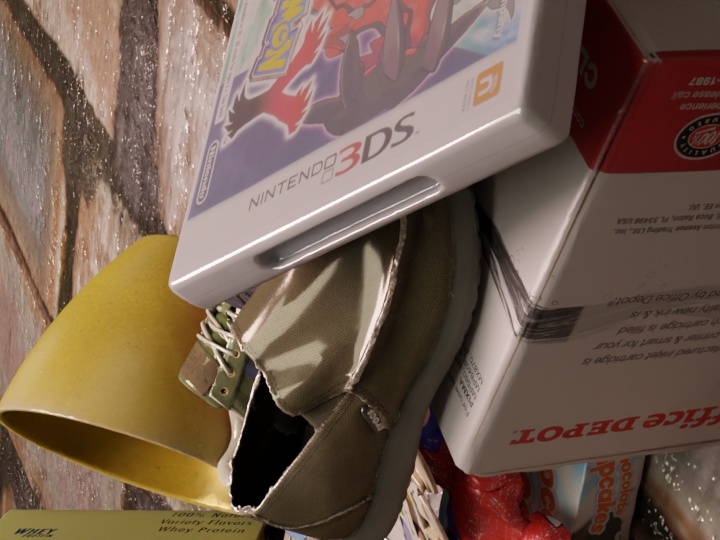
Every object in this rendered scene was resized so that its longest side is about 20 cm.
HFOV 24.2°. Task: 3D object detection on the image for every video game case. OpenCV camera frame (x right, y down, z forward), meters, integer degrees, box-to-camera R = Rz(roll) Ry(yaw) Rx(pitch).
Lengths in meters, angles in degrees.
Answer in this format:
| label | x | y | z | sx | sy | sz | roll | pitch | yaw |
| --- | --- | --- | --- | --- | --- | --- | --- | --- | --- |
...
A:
| label | x | y | z | sx | sy | sz | roll | pitch | yaw |
| --- | --- | --- | --- | --- | --- | --- | --- | --- | --- |
| video game case | 0.011 | -0.101 | 0.571 | 0.182 | 0.023 | 0.201 | -24 | 46 | 46 |

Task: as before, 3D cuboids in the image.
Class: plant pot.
| label | x | y | z | sx | sy | sz | roll | pitch | yaw |
| --- | --- | --- | --- | --- | --- | --- | --- | --- | --- |
| plant pot | -0.120 | 0.062 | 1.100 | 0.200 | 0.199 | 0.143 | -20 | 49 | 64 |

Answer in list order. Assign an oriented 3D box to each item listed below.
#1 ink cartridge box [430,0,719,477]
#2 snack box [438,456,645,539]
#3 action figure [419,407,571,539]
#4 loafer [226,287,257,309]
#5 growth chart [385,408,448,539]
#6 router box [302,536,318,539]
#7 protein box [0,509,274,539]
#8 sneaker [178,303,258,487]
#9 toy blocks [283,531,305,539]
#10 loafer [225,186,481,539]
| label | x | y | z | sx | sy | sz | roll | pitch | yaw |
| --- | --- | --- | --- | --- | --- | --- | --- | --- | --- |
| ink cartridge box | 0.111 | -0.025 | 0.604 | 0.201 | 0.143 | 0.084 | 109 | 147 | -42 |
| snack box | 0.085 | 0.101 | 0.812 | 0.116 | 0.037 | 0.202 | 46 | 136 | 52 |
| action figure | 0.037 | 0.083 | 0.812 | 0.200 | 0.051 | 0.066 | 42 | 138 | 50 |
| loafer | 0.000 | 0.000 | 0.815 | 0.199 | 0.072 | 0.063 | 13 | 73 | 40 |
| growth chart | 0.003 | 0.084 | 0.791 | 0.145 | 0.018 | 0.201 | 47 | 161 | 34 |
| router box | 0.002 | 0.254 | 0.864 | 0.200 | 0.052 | 0.157 | 49 | 116 | 19 |
| protein box | -0.165 | 0.253 | 1.108 | 0.200 | 0.197 | 0.136 | -60 | -31 | -79 |
| sneaker | -0.061 | 0.042 | 0.952 | 0.067 | 0.089 | 0.202 | -128 | 22 | -57 |
| toy blocks | 0.007 | 0.204 | 0.956 | 0.200 | 0.099 | 0.138 | 24 | 107 | 57 |
| loafer | -0.008 | 0.024 | 0.618 | 0.075 | 0.069 | 0.201 | -125 | 38 | -51 |
